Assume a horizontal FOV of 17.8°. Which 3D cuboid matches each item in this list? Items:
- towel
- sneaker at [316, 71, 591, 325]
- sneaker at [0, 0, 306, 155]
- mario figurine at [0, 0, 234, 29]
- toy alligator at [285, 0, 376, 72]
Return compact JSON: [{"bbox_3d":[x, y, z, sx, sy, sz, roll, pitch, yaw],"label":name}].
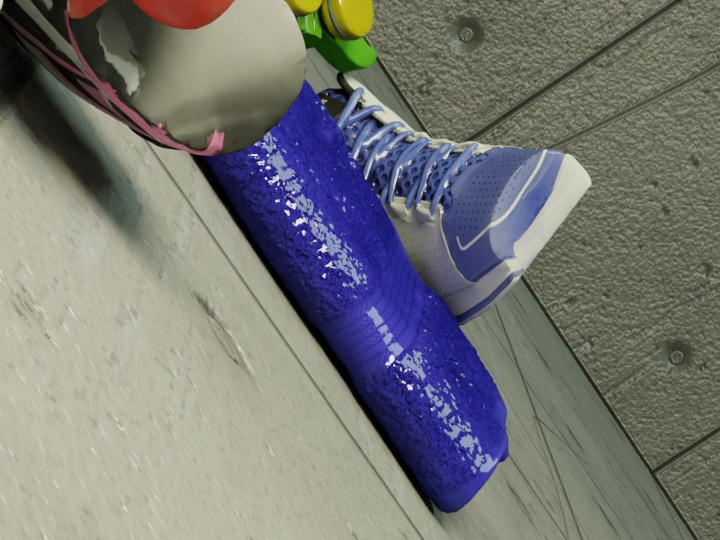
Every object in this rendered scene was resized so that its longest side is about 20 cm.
[{"bbox_3d":[0.000,0.000,1.005,0.200,0.049,0.148,56,5,-9],"label":"towel"},{"bbox_3d":[0.015,-0.038,1.107,0.115,0.081,0.199,43,-18,-14],"label":"sneaker"},{"bbox_3d":[-0.105,-0.110,0.713,0.200,0.080,0.086,55,-17,-2],"label":"sneaker"},{"bbox_3d":[-0.113,-0.137,0.627,0.200,0.124,0.106,43,-9,-11],"label":"mario figurine"},{"bbox_3d":[-0.053,-0.139,1.050,0.200,0.059,0.055,17,67,-53],"label":"toy alligator"}]
